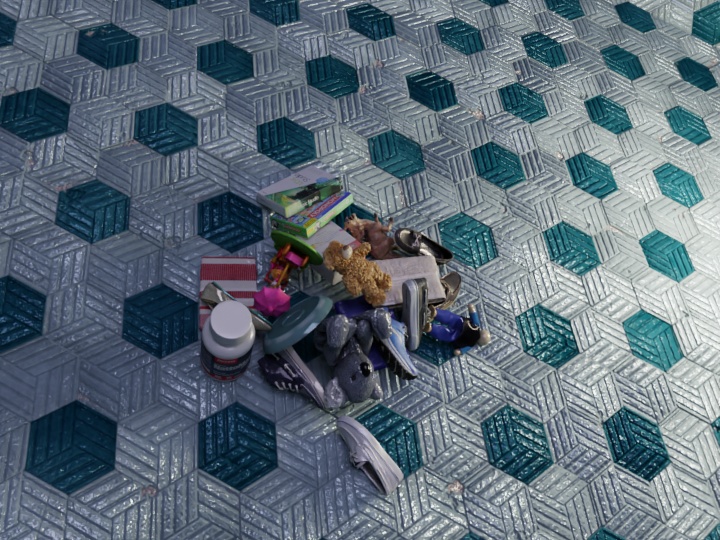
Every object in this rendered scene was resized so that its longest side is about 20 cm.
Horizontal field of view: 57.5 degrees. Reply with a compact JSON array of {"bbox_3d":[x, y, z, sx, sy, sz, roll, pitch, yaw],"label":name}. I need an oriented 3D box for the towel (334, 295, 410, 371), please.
[{"bbox_3d":[0.028,0.157,1.656,0.144,0.050,0.203,-14,64,-16],"label":"towel"}]

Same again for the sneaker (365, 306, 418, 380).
[{"bbox_3d":[0.088,0.169,1.585,0.088,0.079,0.202,-23,67,-19],"label":"sneaker"}]

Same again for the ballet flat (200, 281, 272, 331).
[{"bbox_3d":[-0.298,0.102,1.562,0.198,0.068,0.063,33,78,15],"label":"ballet flat"}]

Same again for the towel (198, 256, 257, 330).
[{"bbox_3d":[-0.326,0.055,1.626,0.140,0.023,0.204,1,58,-14],"label":"towel"}]

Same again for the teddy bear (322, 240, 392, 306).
[{"bbox_3d":[0.000,0.000,1.607,0.145,0.066,0.201,-42,99,-32],"label":"teddy bear"}]

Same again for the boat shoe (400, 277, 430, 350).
[{"bbox_3d":[0.143,0.110,1.627,0.069,0.204,0.072,-13,35,-17],"label":"boat shoe"}]

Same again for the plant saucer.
[{"bbox_3d":[-0.153,0.119,1.538,0.200,0.198,0.028,-45,109,-32],"label":"plant saucer"}]

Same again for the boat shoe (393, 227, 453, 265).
[{"bbox_3d":[0.173,-0.068,1.772,0.198,0.056,0.068,25,66,-37],"label":"boat shoe"}]

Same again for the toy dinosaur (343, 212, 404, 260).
[{"bbox_3d":[0.041,-0.077,1.782,0.135,0.086,0.201,-39,92,-21],"label":"toy dinosaur"}]

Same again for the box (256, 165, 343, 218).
[{"bbox_3d":[-0.165,-0.218,1.790,0.198,0.037,0.143,-32,41,-29],"label":"box"}]

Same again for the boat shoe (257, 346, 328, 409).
[{"bbox_3d":[-0.159,0.260,1.529,0.092,0.075,0.201,-35,72,-16],"label":"boat shoe"}]

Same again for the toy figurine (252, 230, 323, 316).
[{"bbox_3d":[-0.204,0.024,1.616,0.149,0.199,0.187,32,74,-18],"label":"toy figurine"}]

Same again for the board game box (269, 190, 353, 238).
[{"bbox_3d":[-0.129,-0.163,1.761,0.132,0.030,0.200,17,42,33],"label":"board game box"}]

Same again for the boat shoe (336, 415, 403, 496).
[{"bbox_3d":[0.010,0.415,1.474,0.200,0.074,0.065,43,53,13],"label":"boat shoe"}]

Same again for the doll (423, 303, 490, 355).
[{"bbox_3d":[0.258,0.149,1.695,0.196,0.048,0.139,21,92,-23],"label":"doll"}]

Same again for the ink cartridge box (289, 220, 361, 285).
[{"bbox_3d":[-0.092,-0.061,1.716,0.115,0.069,0.199,-29,50,-29],"label":"ink cartridge box"}]

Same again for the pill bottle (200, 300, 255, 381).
[{"bbox_3d":[-0.296,0.156,1.464,0.117,0.201,0.122,7,57,-11],"label":"pill bottle"}]

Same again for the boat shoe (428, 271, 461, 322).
[{"bbox_3d":[0.213,0.067,1.744,0.074,0.074,0.200,39,57,9],"label":"boat shoe"}]

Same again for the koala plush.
[{"bbox_3d":[-0.019,0.212,1.515,0.174,0.183,0.205,-6,77,-34],"label":"koala plush"}]

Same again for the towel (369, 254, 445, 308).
[{"bbox_3d":[0.113,0.027,1.691,0.195,0.035,0.135,-7,62,-11],"label":"towel"}]
